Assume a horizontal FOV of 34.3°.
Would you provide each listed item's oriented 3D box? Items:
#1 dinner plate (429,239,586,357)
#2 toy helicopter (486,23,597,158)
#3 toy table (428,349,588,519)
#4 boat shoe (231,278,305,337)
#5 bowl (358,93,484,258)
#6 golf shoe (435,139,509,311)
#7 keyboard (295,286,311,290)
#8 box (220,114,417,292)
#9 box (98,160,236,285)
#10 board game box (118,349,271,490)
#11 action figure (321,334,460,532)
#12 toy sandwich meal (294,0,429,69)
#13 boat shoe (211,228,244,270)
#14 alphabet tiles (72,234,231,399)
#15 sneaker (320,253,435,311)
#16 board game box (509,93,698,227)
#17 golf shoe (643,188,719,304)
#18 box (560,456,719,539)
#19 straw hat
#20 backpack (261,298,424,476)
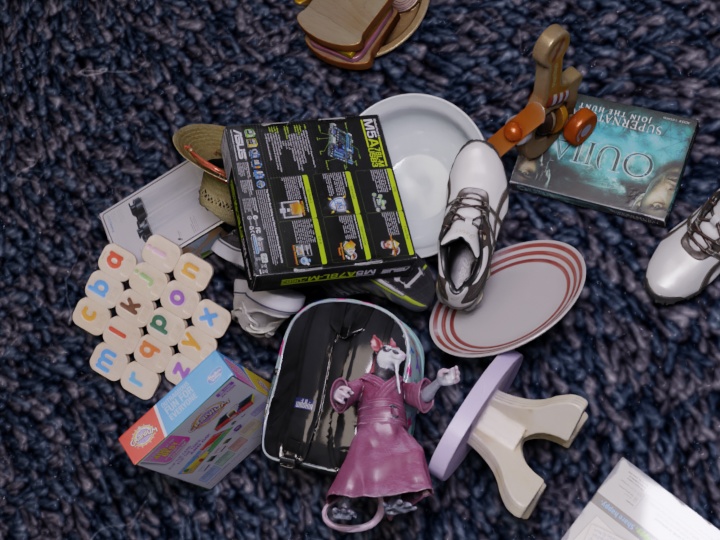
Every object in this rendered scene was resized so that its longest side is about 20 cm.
[{"bbox_3d":[0.173,0.037,1.363,0.198,0.024,0.201,-23,31,15],"label":"dinner plate"},{"bbox_3d":[0.208,-0.202,1.349,0.132,0.201,0.079,-38,62,-17],"label":"toy helicopter"},{"bbox_3d":[0.169,0.181,1.289,0.116,0.185,0.200,30,51,16],"label":"toy table"},{"bbox_3d":[-0.122,0.049,1.433,0.071,0.200,0.067,12,89,-23],"label":"boat shoe"},{"bbox_3d":[0.069,-0.110,1.449,0.198,0.090,0.204,-1,83,12],"label":"bowl"},{"bbox_3d":[0.129,-0.056,1.338,0.077,0.094,0.203,5,85,8],"label":"golf shoe"},{"bbox_3d":[-0.056,-0.080,1.491,0.127,0.020,0.202,-29,56,55],"label":"keyboard"},{"bbox_3d":[-0.050,-0.081,1.337,0.191,0.048,0.202,-6,64,-18],"label":"box"},{"bbox_3d":[-0.242,-0.071,1.571,0.199,0.060,0.117,-31,65,6],"label":"box"},{"bbox_3d":[-0.176,0.183,1.385,0.153,0.200,0.040,-42,64,1],"label":"board game box"},{"bbox_3d":[0.030,0.167,1.251,0.132,0.149,0.202,6,60,-5],"label":"action figure"},{"bbox_3d":[-0.002,-0.374,1.584,0.203,0.070,0.208,-6,70,17],"label":"toy sandwich meal"},{"bbox_3d":[-0.135,-0.032,1.467,0.070,0.200,0.067,31,87,-17],"label":"boat shoe"},{"bbox_3d":[-0.272,0.061,1.523,0.194,0.015,0.202,28,98,7],"label":"alphabet tiles"},{"bbox_3d":[0.000,0.000,1.392,0.199,0.082,0.074,28,45,20],"label":"sneaker"},{"bbox_3d":[0.296,-0.141,1.425,0.198,0.028,0.137,16,77,23],"label":"board game box"},{"bbox_3d":[0.396,-0.048,1.314,0.200,0.094,0.078,-44,65,3],"label":"golf shoe"},{"bbox_3d":[0.288,0.330,1.262,0.155,0.041,0.201,37,88,26],"label":"box"},{"bbox_3d":[-0.157,-0.104,1.458,0.200,0.200,0.086,33,114,25],"label":"straw hat"},{"bbox_3d":[-0.012,0.138,1.369,0.175,0.150,0.203,7,84,19],"label":"backpack"}]
